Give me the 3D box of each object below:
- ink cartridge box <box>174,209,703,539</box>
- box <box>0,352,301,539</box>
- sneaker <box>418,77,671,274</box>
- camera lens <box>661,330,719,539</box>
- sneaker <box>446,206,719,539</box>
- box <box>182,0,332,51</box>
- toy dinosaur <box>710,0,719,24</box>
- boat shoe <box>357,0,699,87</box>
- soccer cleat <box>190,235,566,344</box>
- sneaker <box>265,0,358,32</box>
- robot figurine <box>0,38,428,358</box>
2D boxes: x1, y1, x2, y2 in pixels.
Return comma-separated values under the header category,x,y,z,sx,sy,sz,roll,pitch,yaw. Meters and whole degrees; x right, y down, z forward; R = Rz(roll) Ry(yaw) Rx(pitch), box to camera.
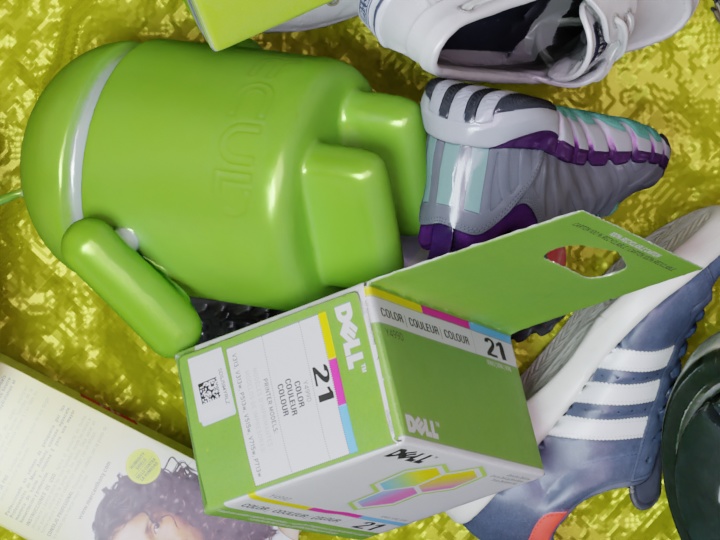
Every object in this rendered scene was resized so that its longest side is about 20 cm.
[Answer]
category,x,y,z,sx,sy,sz,roll,pitch,yaw
ink cartridge box,0.043,0.050,0.985,0.200,0.148,0.076,-21,70,25
box,-0.130,0.102,1.079,0.200,0.050,0.075,27,89,-7
sneaker,0.079,-0.035,1.044,0.074,0.200,0.088,14,95,32
camera lens,0.253,0.081,1.043,0.200,0.160,0.160,-17,96,-34
sneaker,0.130,0.062,1.094,0.084,0.075,0.200,41,97,-6
box,0.001,-0.182,1.011,0.200,0.122,0.048,-24,129,-6
toy dinosaur,0.225,-0.153,1.108,0.101,0.058,0.200,-24,96,-7
boat shoe,0.091,-0.113,1.049,0.200,0.065,0.074,-10,136,-35
soccer cleat,0.000,0.000,1.091,0.200,0.068,0.073,-6,61,3
sneaker,0.022,-0.170,1.068,0.200,0.085,0.073,-23,97,-4
robot figurine,-0.067,-0.045,1.026,0.200,0.176,0.116,8,131,23
